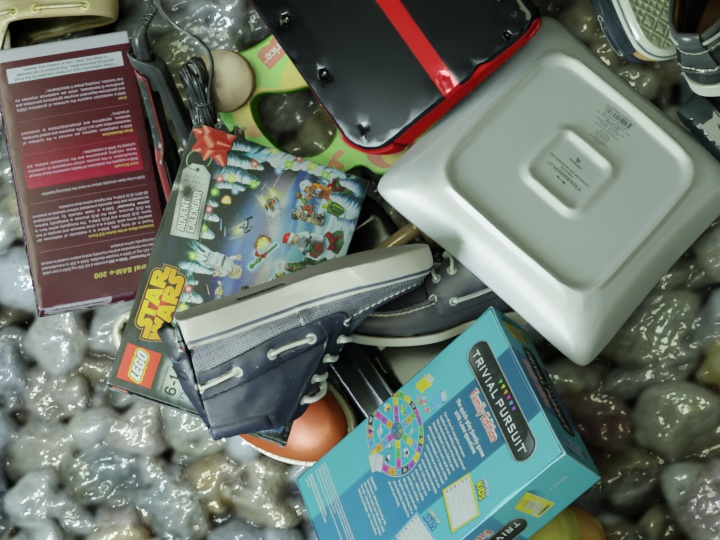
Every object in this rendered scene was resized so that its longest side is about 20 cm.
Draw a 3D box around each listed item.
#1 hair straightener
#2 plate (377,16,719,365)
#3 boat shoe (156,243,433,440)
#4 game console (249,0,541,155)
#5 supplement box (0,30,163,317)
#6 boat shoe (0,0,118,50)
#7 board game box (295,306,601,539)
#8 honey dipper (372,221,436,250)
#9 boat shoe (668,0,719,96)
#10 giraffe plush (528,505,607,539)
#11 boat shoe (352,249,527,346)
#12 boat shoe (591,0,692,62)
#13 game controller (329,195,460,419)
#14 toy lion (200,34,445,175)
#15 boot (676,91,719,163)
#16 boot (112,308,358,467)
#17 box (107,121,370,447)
[{"bbox_3d":[-0.120,-0.111,1.533,0.076,0.041,0.202,-4,120,14],"label":"hair straightener"},{"bbox_3d":[0.147,-0.067,1.471,0.199,0.032,0.200,41,69,10],"label":"plate"},{"bbox_3d":[-0.035,0.050,1.429,0.198,0.075,0.094,-18,98,-7],"label":"boat shoe"},{"bbox_3d":[0.013,-0.202,1.468,0.177,0.031,0.201,-39,82,24],"label":"game console"},{"bbox_3d":[-0.213,-0.073,1.577,0.108,0.061,0.202,-10,84,-11],"label":"supplement box"},{"bbox_3d":[-0.282,-0.194,1.610,0.198,0.074,0.067,-19,78,13],"label":"boat shoe"},{"bbox_3d":[0.057,0.146,1.440,0.200,0.047,0.152,-42,41,16],"label":"board game box"},{"bbox_3d":[0.000,0.000,1.517,0.199,0.038,0.038,-37,79,-3],"label":"honey dipper"},{"bbox_3d":[0.257,-0.223,1.446,0.071,0.068,0.201,-7,55,37],"label":"boat shoe"},{"bbox_3d":[0.136,0.229,1.456,0.172,0.200,0.163,-37,50,14],"label":"giraffe plush"},{"bbox_3d":[0.072,0.006,1.487,0.198,0.073,0.063,-9,116,-8],"label":"boat shoe"},{"bbox_3d":[0.183,-0.242,1.495,0.074,0.062,0.202,-17,84,-21],"label":"boat shoe"},{"bbox_3d":[0.016,0.041,1.548,0.104,0.042,0.201,-34,80,-4],"label":"game controller"},{"bbox_3d":[0.002,-0.141,1.548,0.200,0.069,0.192,-43,86,9],"label":"toy lion"},{"bbox_3d":[0.345,-0.101,1.445,0.168,0.076,0.200,-43,86,4],"label":"boot"},{"bbox_3d":[-0.096,0.086,1.535,0.199,0.107,0.075,29,93,12],"label":"boot"},{"bbox_3d":[-0.087,0.010,1.479,0.136,0.040,0.202,17,80,-1],"label":"box"}]
